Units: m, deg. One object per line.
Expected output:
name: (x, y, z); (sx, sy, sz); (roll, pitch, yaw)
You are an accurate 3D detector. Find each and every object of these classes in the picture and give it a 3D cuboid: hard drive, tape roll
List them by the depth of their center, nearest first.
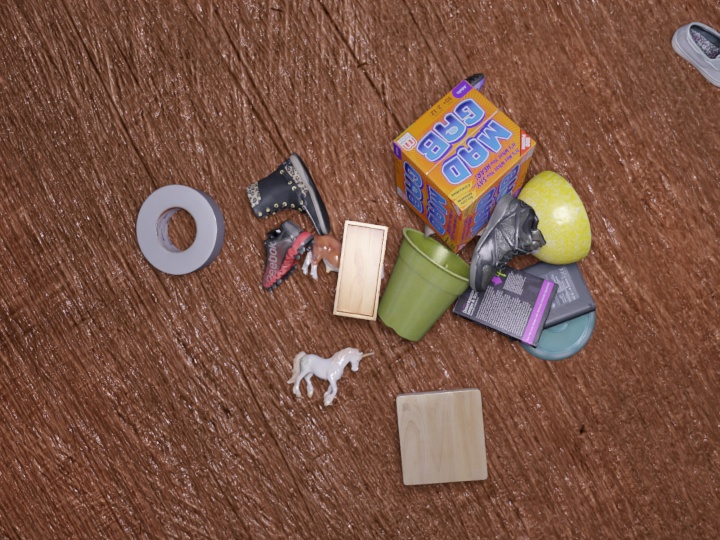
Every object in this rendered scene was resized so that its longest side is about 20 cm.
hard drive: (0.402, 0.057, 1.217); (0.194, 0.033, 0.144); (-22, 67, 11)
tape roll: (-0.423, -0.096, 1.288); (0.192, 0.066, 0.209); (0, 94, 3)

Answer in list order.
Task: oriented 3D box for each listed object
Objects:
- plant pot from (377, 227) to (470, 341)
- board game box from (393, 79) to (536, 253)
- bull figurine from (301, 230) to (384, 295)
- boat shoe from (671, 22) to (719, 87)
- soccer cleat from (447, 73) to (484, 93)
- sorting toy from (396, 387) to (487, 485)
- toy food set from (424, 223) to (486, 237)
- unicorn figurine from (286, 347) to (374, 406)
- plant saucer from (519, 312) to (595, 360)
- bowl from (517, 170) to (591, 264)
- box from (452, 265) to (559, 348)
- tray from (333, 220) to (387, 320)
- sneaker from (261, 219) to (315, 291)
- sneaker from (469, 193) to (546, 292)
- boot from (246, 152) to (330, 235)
plant pot: (0.131, 0.044, 1.207); (0.196, 0.200, 0.194); (31, 107, 2)
board game box: (0.203, -0.206, 1.115); (0.199, 0.201, 0.200); (-40, 71, -9)
bull figurine: (-0.042, -0.011, 1.261); (0.196, 0.065, 0.124); (30, 84, 4)
boat shoe: (0.766, -0.460, 1.169); (0.198, 0.072, 0.071); (35, 96, 1)
soccer cleat: (0.211, -0.356, 1.229); (0.199, 0.068, 0.073); (-44, 109, 5)
sorting toy: (0.187, 0.378, 1.270); (0.191, 0.070, 0.208); (-5, 93, 4)
toy food set: (0.243, -0.137, 1.227); (0.192, 0.061, 0.149); (3, 71, 8)
unicorn figurine: (-0.078, 0.239, 1.277); (0.193, 0.074, 0.143); (12, 84, 9)
plant saucer: (0.447, 0.108, 1.254); (0.192, 0.027, 0.209); (0, 93, 5)
bowl: (0.379, -0.094, 1.149); (0.105, 0.200, 0.206); (-23, 92, -7)
box: (0.319, 0.065, 1.206); (0.195, 0.036, 0.147); (22, 80, 22)
tray: (0.000, 0.000, 1.213); (0.095, 0.037, 0.208); (8, 91, -1)
sneaker: (-0.184, -0.037, 1.244); (0.098, 0.071, 0.201); (43, 128, 4)
sneaker: (0.292, -0.039, 1.083); (0.113, 0.075, 0.204); (30, 97, 37)
boot: (-0.165, -0.147, 1.256); (0.150, 0.073, 0.209); (-27, 77, 8)
